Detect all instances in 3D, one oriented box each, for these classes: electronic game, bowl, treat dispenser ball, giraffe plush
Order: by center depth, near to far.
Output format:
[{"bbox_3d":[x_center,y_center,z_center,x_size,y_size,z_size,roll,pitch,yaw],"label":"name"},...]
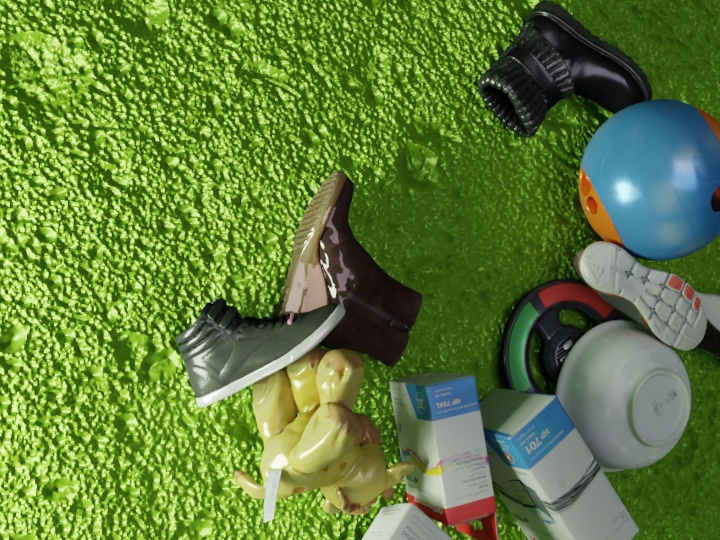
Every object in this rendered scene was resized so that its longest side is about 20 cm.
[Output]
[{"bbox_3d":[-0.027,0.205,1.050,0.161,0.171,0.202,32,65,-37],"label":"giraffe plush"},{"bbox_3d":[0.378,-0.114,1.177,0.198,0.201,0.204,1,87,-20],"label":"treat dispenser ball"},{"bbox_3d":[0.354,0.168,1.180,0.198,0.090,0.204,-2,95,-25],"label":"bowl"},{"bbox_3d":[0.271,0.112,1.210,0.197,0.042,0.203,1,87,-20],"label":"electronic game"}]

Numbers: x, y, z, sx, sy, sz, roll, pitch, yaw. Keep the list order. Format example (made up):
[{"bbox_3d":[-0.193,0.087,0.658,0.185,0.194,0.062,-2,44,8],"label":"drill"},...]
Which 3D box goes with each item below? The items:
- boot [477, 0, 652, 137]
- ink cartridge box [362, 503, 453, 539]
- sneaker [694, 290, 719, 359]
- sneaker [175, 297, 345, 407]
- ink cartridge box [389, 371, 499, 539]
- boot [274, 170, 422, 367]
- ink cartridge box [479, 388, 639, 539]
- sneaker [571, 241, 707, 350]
[{"bbox_3d":[0.265,-0.230,1.204,0.210,0.079,0.159,35,69,-4],"label":"boot"},{"bbox_3d":[0.040,0.386,1.020,0.146,0.086,0.201,41,60,-6],"label":"ink cartridge box"},{"bbox_3d":[0.472,0.059,1.284,0.199,0.073,0.085,32,47,-10],"label":"sneaker"},{"bbox_3d":[-0.119,0.064,1.030,0.198,0.071,0.100,-29,97,7],"label":"sneaker"},{"bbox_3d":[0.099,0.227,1.101,0.066,0.116,0.203,-9,89,-21],"label":"ink cartridge box"},{"bbox_3d":[0.000,0.000,1.106,0.165,0.072,0.203,20,87,-20],"label":"boot"},{"bbox_3d":[0.224,0.250,1.129,0.085,0.146,0.201,-35,99,-19],"label":"ink cartridge box"},{"bbox_3d":[0.358,0.027,1.194,0.199,0.082,0.077,37,86,-8],"label":"sneaker"}]
